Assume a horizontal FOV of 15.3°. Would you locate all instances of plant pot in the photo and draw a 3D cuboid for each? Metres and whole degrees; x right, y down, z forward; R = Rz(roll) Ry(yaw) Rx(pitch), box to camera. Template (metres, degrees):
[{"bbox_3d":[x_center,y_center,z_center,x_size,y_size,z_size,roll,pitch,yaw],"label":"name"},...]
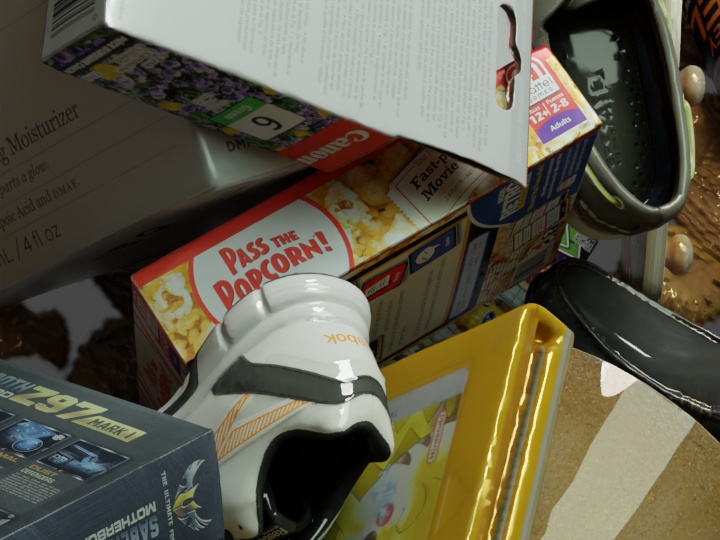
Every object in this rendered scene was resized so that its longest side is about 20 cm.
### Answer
[{"bbox_3d":[0.048,0.161,1.088,0.186,0.186,0.200,37,57,-2],"label":"plant pot"}]

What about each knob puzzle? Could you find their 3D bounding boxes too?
[{"bbox_3d":[0.151,-0.063,1.314,0.030,0.220,0.221,4,48,2],"label":"knob puzzle"}]

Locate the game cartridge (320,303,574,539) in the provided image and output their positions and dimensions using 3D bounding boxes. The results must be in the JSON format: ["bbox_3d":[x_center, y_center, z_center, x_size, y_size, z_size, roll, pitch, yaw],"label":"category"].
[{"bbox_3d":[-0.010,0.115,1.031,0.032,0.199,0.177,36,51,-27],"label":"game cartridge"}]

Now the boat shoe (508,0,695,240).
[{"bbox_3d":[0.098,-0.114,1.165,0.072,0.060,0.203,-17,93,-19],"label":"boat shoe"}]

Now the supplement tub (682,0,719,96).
[{"bbox_3d":[0.246,-0.144,1.499,0.122,0.123,0.201,2,54,-33],"label":"supplement tub"}]

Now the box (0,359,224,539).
[{"bbox_3d":[-0.173,0.084,0.990,0.199,0.051,0.157,15,29,39],"label":"box"}]

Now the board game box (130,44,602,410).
[{"bbox_3d":[0.000,0.000,1.132,0.199,0.152,0.046,-30,73,-15],"label":"board game box"}]

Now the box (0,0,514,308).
[{"bbox_3d":[-0.071,-0.088,1.159,0.199,0.199,0.131,-19,87,-42],"label":"box"}]

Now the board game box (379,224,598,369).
[{"bbox_3d":[0.037,0.012,1.300,0.105,0.023,0.200,37,43,0],"label":"board game box"}]

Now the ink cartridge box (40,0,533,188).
[{"bbox_3d":[-0.023,-0.102,1.037,0.199,0.050,0.110,20,63,-33],"label":"ink cartridge box"}]

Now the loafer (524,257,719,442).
[{"bbox_3d":[0.165,0.055,1.214,0.200,0.072,0.073,37,41,0],"label":"loafer"}]

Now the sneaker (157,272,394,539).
[{"bbox_3d":[-0.061,0.093,1.034,0.073,0.200,0.080,17,34,-37],"label":"sneaker"}]
